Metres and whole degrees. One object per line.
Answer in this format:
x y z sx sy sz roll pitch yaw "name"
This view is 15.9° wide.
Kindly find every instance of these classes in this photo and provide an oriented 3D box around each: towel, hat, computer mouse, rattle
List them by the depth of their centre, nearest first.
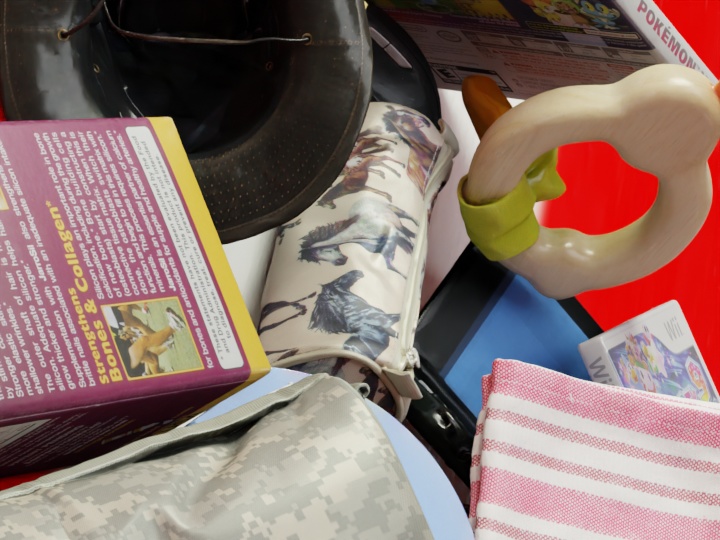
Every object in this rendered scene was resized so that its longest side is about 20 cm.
0.119 0.148 1.209 0.146 0.030 0.200 12 68 -15 "towel"
-0.089 -0.109 1.254 0.200 0.081 0.201 0 87 -9 "hat"
0.148 -0.083 1.344 0.130 0.200 0.143 45 29 -12 "rattle"
-0.004 -0.134 1.346 0.046 0.140 0.200 -42 104 -9 "computer mouse"

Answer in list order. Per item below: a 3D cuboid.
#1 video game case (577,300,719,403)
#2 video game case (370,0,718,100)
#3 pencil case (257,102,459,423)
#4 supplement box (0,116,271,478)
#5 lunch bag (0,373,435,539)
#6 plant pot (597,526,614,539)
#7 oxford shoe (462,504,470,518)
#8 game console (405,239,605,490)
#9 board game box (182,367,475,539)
0.185 0.119 1.387 0.200 0.018 0.143 66 24 3 "video game case"
0.074 -0.141 1.370 0.182 0.200 0.023 42 68 -46 "video game case"
0.000 0.000 1.291 0.200 0.089 0.078 -78 161 -44 "pencil case"
-0.153 0.015 1.080 0.200 0.103 0.131 -5 70 -53 "supplement box"
-0.060 0.144 1.022 0.200 0.139 0.168 -18 92 -28 "lunch bag"
0.170 0.161 1.288 0.200 0.027 0.200 21 56 -36 "plant pot"
0.019 0.194 1.211 0.071 0.071 0.200 58 40 -31 "oxford shoe"
0.113 0.091 1.337 0.200 0.116 0.176 48 -2 -17 "game console"
-0.044 0.142 1.155 0.200 0.039 0.158 -35 87 -31 "board game box"
